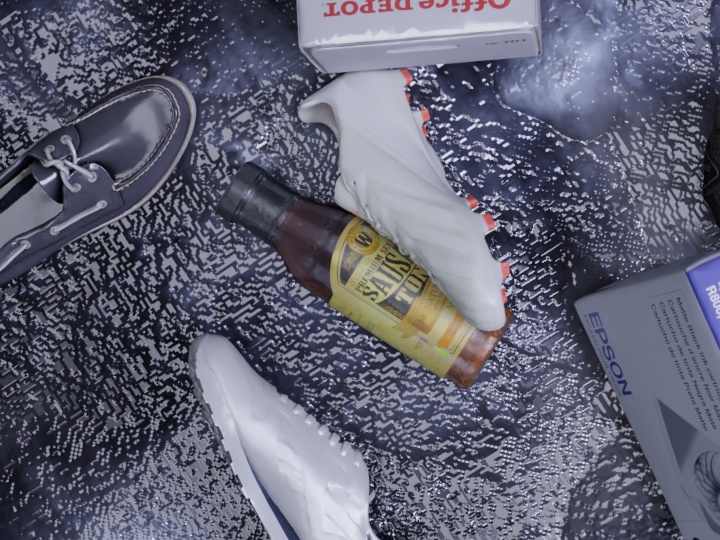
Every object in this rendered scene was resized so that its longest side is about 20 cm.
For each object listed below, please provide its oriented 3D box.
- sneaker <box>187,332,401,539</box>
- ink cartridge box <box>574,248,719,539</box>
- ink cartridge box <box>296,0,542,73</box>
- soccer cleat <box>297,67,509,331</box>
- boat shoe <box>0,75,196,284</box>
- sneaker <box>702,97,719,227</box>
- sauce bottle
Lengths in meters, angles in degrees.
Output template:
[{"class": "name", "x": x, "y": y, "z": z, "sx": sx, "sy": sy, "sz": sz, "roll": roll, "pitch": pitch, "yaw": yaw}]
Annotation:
[{"class": "sneaker", "x": -0.044, "y": 0.122, "z": 1.251, "sx": 0.080, "sy": 0.076, "sz": 0.200, "roll": -30, "pitch": 95, "yaw": -3}, {"class": "ink cartridge box", "x": 0.225, "y": 0.087, "z": 1.151, "sx": 0.041, "sy": 0.200, "sz": 0.200, "roll": -26, "pitch": 91, "yaw": -23}, {"class": "ink cartridge box", "x": 0.034, "y": -0.230, "z": 1.184, "sx": 0.146, "sy": 0.086, "sz": 0.201, "roll": -3, "pitch": 85, "yaw": 7}, {"class": "soccer cleat", "x": 0.028, "y": -0.039, "z": 1.198, "sx": 0.077, "sy": 0.069, "sz": 0.200, "roll": -22, "pitch": 64, "yaw": -11}, {"class": "boat shoe", "x": -0.191, "y": -0.054, "z": 1.250, "sx": 0.200, "sy": 0.063, "sz": 0.073, "roll": -37, "pitch": 90, "yaw": 8}, {"class": "sneaker", "x": 0.307, "y": -0.034, "z": 1.191, "sx": 0.199, "sy": 0.076, "sz": 0.115, "roll": 14, "pitch": 98, "yaw": 8}, {"class": "sauce bottle", "x": 0.000, "y": 0.000, "z": 1.232, "sx": 0.200, "sy": 0.066, "sz": 0.066, "roll": 31, "pitch": 97, "yaw": 2}]
